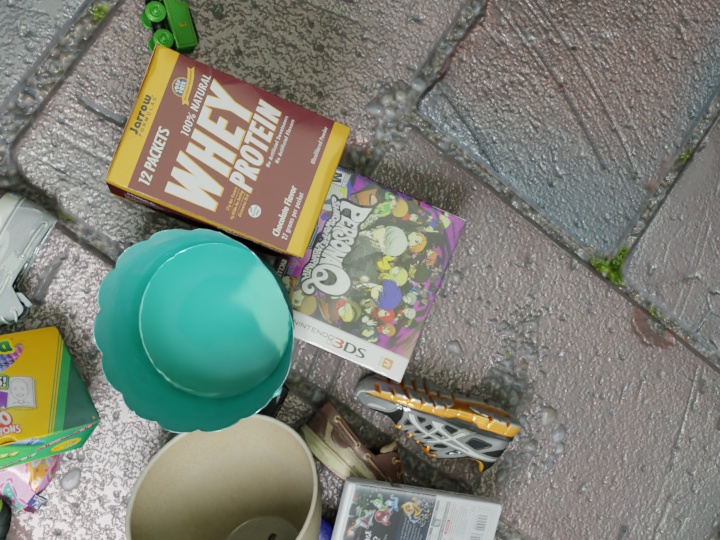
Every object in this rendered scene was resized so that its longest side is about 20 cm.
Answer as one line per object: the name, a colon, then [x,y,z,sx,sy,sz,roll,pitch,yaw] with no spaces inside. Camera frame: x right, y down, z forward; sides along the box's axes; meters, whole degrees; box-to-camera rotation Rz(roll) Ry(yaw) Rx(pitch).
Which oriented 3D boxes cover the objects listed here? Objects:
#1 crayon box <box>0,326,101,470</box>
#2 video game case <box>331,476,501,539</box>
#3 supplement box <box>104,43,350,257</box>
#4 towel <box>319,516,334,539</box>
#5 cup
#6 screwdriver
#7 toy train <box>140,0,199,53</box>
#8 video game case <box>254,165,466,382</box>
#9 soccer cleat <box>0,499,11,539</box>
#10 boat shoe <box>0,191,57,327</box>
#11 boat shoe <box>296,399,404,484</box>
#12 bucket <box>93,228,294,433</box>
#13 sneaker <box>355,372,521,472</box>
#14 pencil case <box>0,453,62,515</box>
crayon box: [-0.368,0.131,0.865,0.199,0.058,0.119,-10,60,-46]
video game case: [0.048,0.336,0.997,0.180,0.023,0.202,12,98,-15]
supplement box: [-0.140,-0.109,0.916,0.196,0.200,0.134,21,86,-13]
towel: [-0.028,0.392,1.034,0.200,0.050,0.148,44,88,-11]
cup: [-0.122,0.272,0.938,0.199,0.200,0.144,-30,136,-11]
screwdriver: [-0.140,0.212,1.010,0.028,0.029,0.201,32,83,-12]
toy train: [-0.223,-0.329,0.976,0.056,0.042,0.202,-16,95,-23]
video game case: [0.000,0.000,1.020,0.180,0.036,0.201,23,85,-1]
soccer cleat: [-0.390,0.321,0.922,0.081,0.068,0.201,25,104,-25]
boat shoe: [-0.373,0.022,0.927,0.071,0.070,0.202,23,84,-11]
boat shoe: [0.020,0.225,1.030,0.200,0.072,0.072,41,83,-5]
bucket: [-0.161,0.058,0.929,0.205,0.135,0.209,0,90,1]
sneaker: [0.085,0.177,1.044,0.199,0.078,0.078,20,106,-6]
pencil case: [-0.403,0.171,0.916,0.199,0.087,0.088,32,84,-14]
